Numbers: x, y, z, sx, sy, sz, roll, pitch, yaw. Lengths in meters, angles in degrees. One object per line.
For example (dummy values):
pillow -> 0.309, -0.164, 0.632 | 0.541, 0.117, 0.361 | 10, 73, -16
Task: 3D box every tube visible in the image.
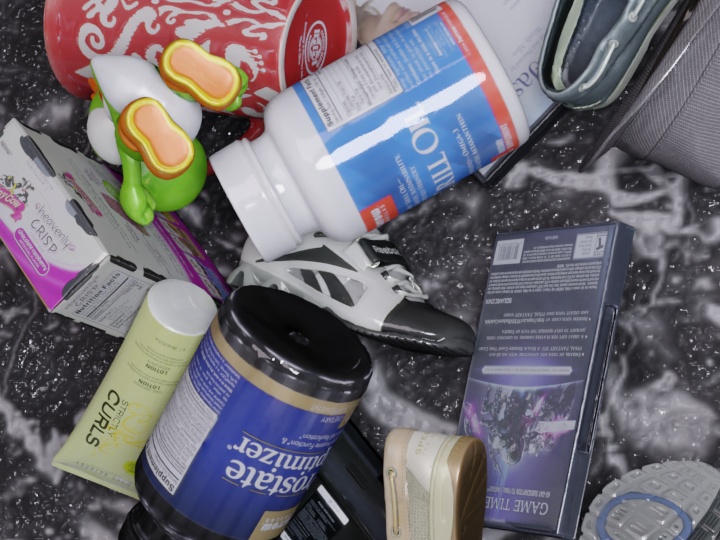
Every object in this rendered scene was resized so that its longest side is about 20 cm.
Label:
tube -> -0.153, 0.091, 1.401 | 0.058, 0.052, 0.200 | 51, 135, 23

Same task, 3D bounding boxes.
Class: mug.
mug -> -0.108, -0.160, 1.479 | 0.199, 0.178, 0.134 | 12, 48, 29

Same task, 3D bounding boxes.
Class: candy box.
candy box -> -0.177, -0.015, 1.416 | 0.061, 0.200, 0.137 | -43, 62, 10

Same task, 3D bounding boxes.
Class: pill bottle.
pill bottle -> -0.083, 0.119, 1.340 | 0.112, 0.112, 0.201 | 42, 115, 29
pill bottle -> 0.004, -0.088, 1.349 | 0.199, 0.112, 0.113 | -30, 64, 0

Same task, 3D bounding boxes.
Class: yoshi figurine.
yoshi figurine -> -0.131, -0.090, 1.378 | 0.112, 0.200, 0.113 | -6, 89, -18

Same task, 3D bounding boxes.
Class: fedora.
fedora -> 0.231, -0.124, 1.283 | 0.090, 0.177, 0.201 | 32, 75, 1

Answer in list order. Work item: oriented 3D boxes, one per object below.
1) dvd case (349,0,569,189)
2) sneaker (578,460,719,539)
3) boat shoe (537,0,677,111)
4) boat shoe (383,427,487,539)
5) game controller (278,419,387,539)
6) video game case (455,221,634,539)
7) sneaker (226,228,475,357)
dvd case -> 0.079, -0.173, 1.435 | 0.143, 0.018, 0.200 | -46, 62, 8
sneaker -> 0.160, 0.201, 1.265 | 0.200, 0.087, 0.074 | -44, 58, -11
boat shoe -> 0.173, -0.197, 1.316 | 0.073, 0.062, 0.201 | 35, 113, 27
boat shoe -> 0.040, 0.196, 1.292 | 0.065, 0.072, 0.201 | 10, 112, 22
game controller -> -0.020, 0.169, 1.387 | 0.105, 0.042, 0.200 | -52, 59, 22
video game case -> 0.113, 0.070, 1.310 | 0.143, 0.019, 0.201 | -4, 72, 61
sneaker -> 0.000, 0.000, 1.396 | 0.199, 0.074, 0.089 | 21, 88, 29
